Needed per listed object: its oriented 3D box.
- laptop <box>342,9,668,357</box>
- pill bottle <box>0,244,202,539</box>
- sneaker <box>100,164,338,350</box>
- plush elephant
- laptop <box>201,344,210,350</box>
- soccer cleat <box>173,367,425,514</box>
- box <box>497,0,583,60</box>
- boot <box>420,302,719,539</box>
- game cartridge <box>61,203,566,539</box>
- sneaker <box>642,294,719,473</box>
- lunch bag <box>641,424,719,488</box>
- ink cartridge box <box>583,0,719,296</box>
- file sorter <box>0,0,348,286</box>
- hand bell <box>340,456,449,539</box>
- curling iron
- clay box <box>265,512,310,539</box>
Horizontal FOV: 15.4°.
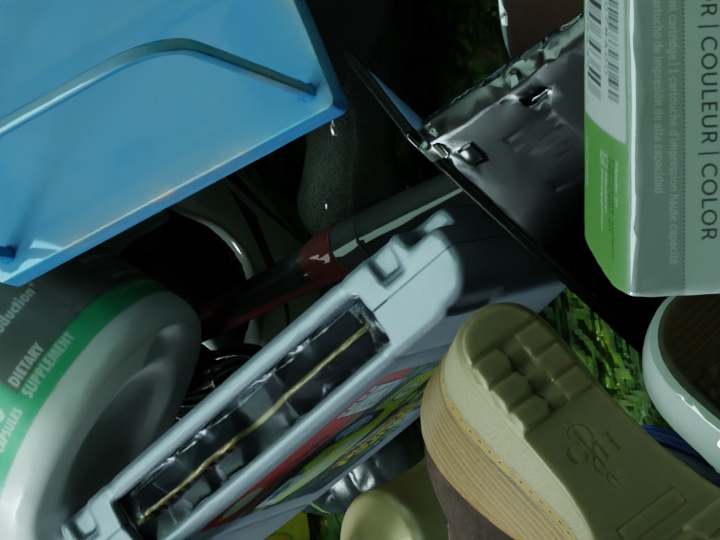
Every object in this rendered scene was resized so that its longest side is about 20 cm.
[{"bbox_3d":[0.106,-0.026,0.811,0.177,0.103,0.200,41,132,-18],"label":"laptop"},{"bbox_3d":[-0.169,0.011,0.992,0.200,0.113,0.113,31,129,16],"label":"pill bottle"},{"bbox_3d":[-0.095,-0.041,1.065,0.200,0.089,0.074,42,110,2],"label":"sneaker"},{"bbox_3d":[-0.066,-0.123,1.006,0.155,0.164,0.201,41,126,45],"label":"plush elephant"},{"bbox_3d":[-0.153,-0.041,1.186,0.187,0.116,0.200,-24,107,18],"label":"laptop"},{"bbox_3d":[-0.072,0.072,1.091,0.199,0.081,0.068,7,114,23],"label":"soccer cleat"},{"bbox_3d":[0.131,-0.087,0.814,0.200,0.075,0.101,3,104,52],"label":"box"},{"bbox_3d":[0.084,0.113,0.798,0.200,0.072,0.167,58,169,24],"label":"boot"},{"bbox_3d":[-0.012,0.047,0.965,0.200,0.133,0.041,-41,81,23],"label":"game cartridge"},{"bbox_3d":[0.161,0.078,0.758,0.199,0.073,0.085,29,141,2],"label":"sneaker"},{"bbox_3d":[0.124,0.149,0.888,0.200,0.082,0.161,25,121,49],"label":"lunch bag"},{"bbox_3d":[0.158,-0.056,0.673,0.059,0.199,0.104,-114,22,-74],"label":"ink cartridge box"},{"bbox_3d":[-0.120,-0.120,0.874,0.138,0.123,0.201,-27,74,18],"label":"file sorter"},{"bbox_3d":[-0.018,0.115,0.973,0.104,0.199,0.105,21,116,49],"label":"hand bell"},{"bbox_3d":[0.000,0.000,0.999,0.200,0.026,0.050,-35,102,23],"label":"curling iron"},{"bbox_3d":[-0.108,0.118,1.171,0.200,0.115,0.048,19,125,50],"label":"clay box"}]
